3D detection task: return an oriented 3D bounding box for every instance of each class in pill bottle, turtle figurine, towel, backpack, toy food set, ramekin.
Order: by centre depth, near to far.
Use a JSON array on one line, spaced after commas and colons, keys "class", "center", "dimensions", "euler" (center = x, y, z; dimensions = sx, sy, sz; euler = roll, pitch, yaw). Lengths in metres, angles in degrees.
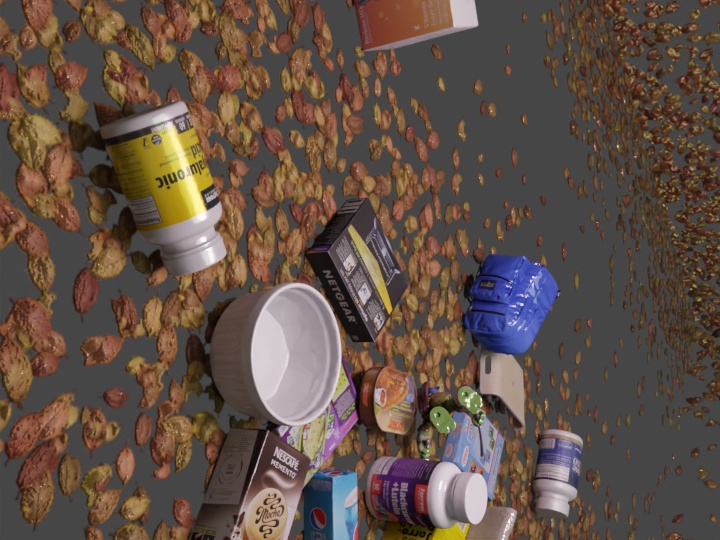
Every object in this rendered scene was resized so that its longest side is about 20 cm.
[{"class": "pill bottle", "center": [-0.240, -0.101, 0.964], "dimensions": [0.111, 0.110, 0.202], "euler": [-40, 119, -49]}, {"class": "ramekin", "center": [-0.126, 0.121, 1.106], "dimensions": [0.199, 0.104, 0.203], "euler": [10, 78, -55]}, {"class": "pill bottle", "center": [0.116, 0.389, 1.339], "dimensions": [0.111, 0.198, 0.113], "euler": [10, 78, -53]}, {"class": "turtle figurine", "center": [0.177, 0.302, 1.447], "dimensions": [0.194, 0.142, 0.203], "euler": [100, -12, -71]}, {"class": "towel", "center": [0.198, 0.513, 1.447], "dimensions": [0.035, 0.199, 0.133], "euler": [48, 49, -24]}, {"class": "backpack", "center": [0.316, 0.074, 1.704], "dimensions": [0.168, 0.162, 0.201], "euler": [43, 65, -32]}, {"class": "toy food set", "center": [0.330, 0.268, 1.793], "dimensions": [0.200, 0.060, 0.145], "euler": [49, 38, -42]}, {"class": "pill bottle", "center": [0.501, 0.519, 1.950], "dimensions": [0.111, 0.110, 0.202], "euler": [44, 52, -43]}]

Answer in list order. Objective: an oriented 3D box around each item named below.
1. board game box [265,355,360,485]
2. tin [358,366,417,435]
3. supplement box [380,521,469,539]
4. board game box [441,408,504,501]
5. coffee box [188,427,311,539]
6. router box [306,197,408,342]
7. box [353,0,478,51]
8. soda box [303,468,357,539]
[{"class": "board game box", "center": [-0.069, 0.242, 1.241], "dimensions": [0.200, 0.032, 0.121], "euler": [-43, 118, -48]}, {"class": "tin", "center": [0.051, 0.237, 1.383], "dimensions": [0.200, 0.041, 0.114], "euler": [33, 56, -60]}, {"class": "supplement box", "center": [0.114, 0.497, 1.403], "dimensions": [0.110, 0.108, 0.201], "euler": [58, 43, -33]}, {"class": "board game box", "center": [0.250, 0.391, 1.672], "dimensions": [0.200, 0.036, 0.153], "euler": [51, 48, -40]}, {"class": "coffee box", "center": [-0.155, 0.334, 1.063], "dimensions": [0.113, 0.079, 0.202], "euler": [44, 52, -42]}, {"class": "router box", "center": [0.000, 0.000, 1.343], "dimensions": [0.158, 0.052, 0.201], "euler": [-55, 129, -42]}, {"class": "box", "center": [0.096, -0.502, 1.408], "dimensions": [0.106, 0.198, 0.154], "euler": [-27, 108, -54]}, {"class": "soda box", "center": [-0.047, 0.426, 1.222], "dimensions": [0.067, 0.064, 0.203], "euler": [7, 82, -54]}]
